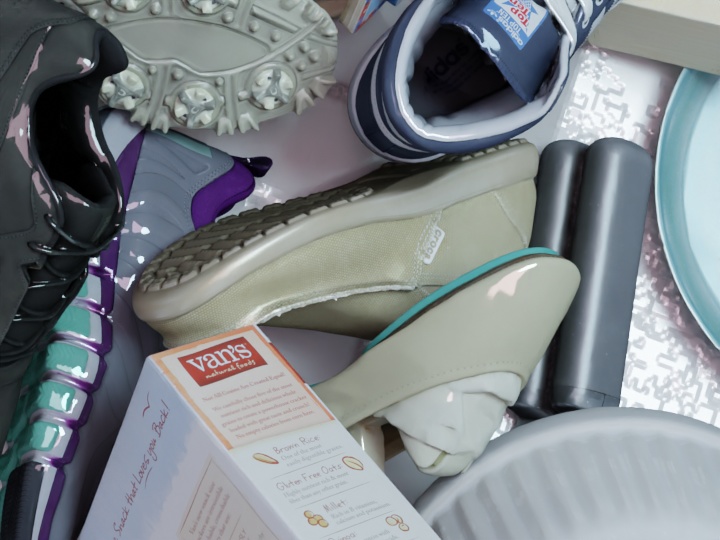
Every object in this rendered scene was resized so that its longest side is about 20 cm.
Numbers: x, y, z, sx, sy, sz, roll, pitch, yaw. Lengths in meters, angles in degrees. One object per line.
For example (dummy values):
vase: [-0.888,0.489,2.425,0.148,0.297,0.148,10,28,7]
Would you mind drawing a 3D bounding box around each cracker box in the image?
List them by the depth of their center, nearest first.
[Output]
cracker box: [-0.021,0.137,1.101,0.058,0.134,0.200,-18,54,-39]

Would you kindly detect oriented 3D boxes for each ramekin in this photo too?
ramekin: [0.103,0.162,1.156,0.199,0.105,0.201,-2,106,-7]

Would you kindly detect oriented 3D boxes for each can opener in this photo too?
can opener: [0.096,0.048,1.242,0.067,0.053,0.201,17,78,-41]

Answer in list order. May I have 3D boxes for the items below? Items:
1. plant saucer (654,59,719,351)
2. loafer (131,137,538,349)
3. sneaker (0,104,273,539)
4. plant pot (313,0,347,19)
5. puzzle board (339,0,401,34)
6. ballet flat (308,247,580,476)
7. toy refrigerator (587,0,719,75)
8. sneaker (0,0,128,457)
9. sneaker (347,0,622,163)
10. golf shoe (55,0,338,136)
plant saucer: [0.218,-0.032,1.278,0.199,0.027,0.201,1,83,-11]
loafer: [0.000,0.000,1.186,0.199,0.076,0.069,-20,99,-35]
sneaker: [-0.088,0.037,1.190,0.087,0.074,0.201,14,80,-15]
plant pot: [-0.029,-0.211,1.174,0.199,0.183,0.202,1,83,-10]
puzzle board: [0.071,-0.192,1.177,0.017,0.151,0.200,37,57,7]
ballet flat: [0.010,0.062,1.166,0.199,0.069,0.070,-31,89,27]
toy refrigerator: [0.155,-0.187,1.253,0.075,0.070,0.201,14,77,13]
sneaker: [-0.135,-0.008,1.115,0.090,0.076,0.201,15,109,25]
sneaker: [0.076,-0.119,1.146,0.070,0.108,0.200,42,89,-5]
golf shoe: [-0.106,-0.111,1.191,0.199,0.097,0.079,8,118,-6]
